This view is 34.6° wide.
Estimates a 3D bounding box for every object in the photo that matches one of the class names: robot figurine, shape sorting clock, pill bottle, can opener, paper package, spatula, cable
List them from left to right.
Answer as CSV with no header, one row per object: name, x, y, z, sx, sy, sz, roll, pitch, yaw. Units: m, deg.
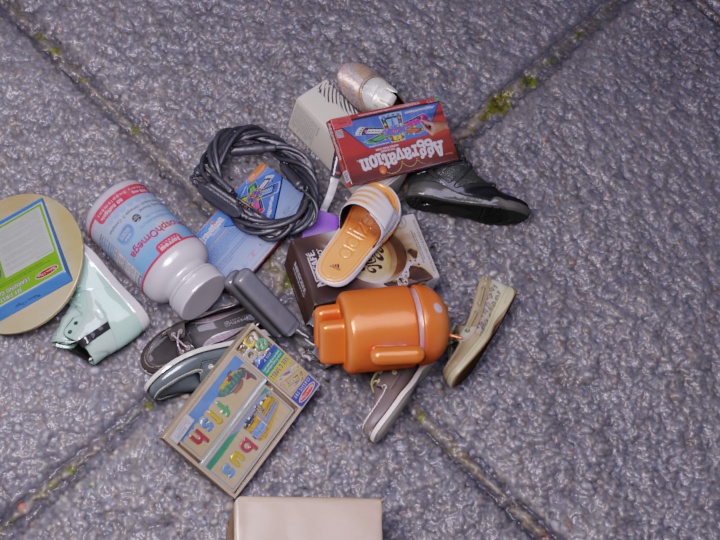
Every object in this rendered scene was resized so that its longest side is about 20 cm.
shape sorting clock,-0.469,-0.009,1.584,0.198,0.039,0.201,-6,68,15
pill bottle,-0.285,-0.026,1.618,0.200,0.109,0.109,42,62,18
cable,-0.144,-0.130,1.720,0.199,0.051,0.163,32,56,6
can opener,-0.103,0.061,1.616,0.200,0.053,0.067,48,59,-23
paper package,-0.071,0.391,1.478,0.198,0.104,0.192,4,63,-13
spatula,-0.043,-0.125,1.741,0.056,0.021,0.201,13,95,-23
robot figurine,0.036,0.078,1.590,0.198,0.144,0.118,-5,81,-10

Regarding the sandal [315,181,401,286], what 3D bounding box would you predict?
sandal,0.003,-0.063,1.654,0.079,0.059,0.207,23,53,9

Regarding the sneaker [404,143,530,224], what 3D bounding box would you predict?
sneaker,0.175,-0.139,1.818,0.198,0.076,0.115,12,68,-1

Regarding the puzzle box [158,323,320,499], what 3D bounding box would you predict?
puzzle box,-0.160,0.189,1.560,0.133,0.025,0.200,43,68,-16

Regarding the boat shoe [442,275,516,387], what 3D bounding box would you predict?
boat shoe,0.165,0.090,1.710,0.062,0.074,0.200,30,50,9

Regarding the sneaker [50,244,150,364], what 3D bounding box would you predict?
sneaker,-0.399,0.038,1.589,0.200,0.074,0.118,43,60,9

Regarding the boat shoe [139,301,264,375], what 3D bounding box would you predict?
boat shoe,-0.217,0.085,1.621,0.199,0.057,0.067,-23,71,-23

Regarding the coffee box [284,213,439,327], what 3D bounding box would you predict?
coffee box,0.000,0.000,1.702,0.199,0.080,0.114,-13,66,-20

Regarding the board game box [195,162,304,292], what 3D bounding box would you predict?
board game box,-0.167,-0.063,1.721,0.103,0.019,0.200,37,61,4

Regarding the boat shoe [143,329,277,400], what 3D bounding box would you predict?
boat shoe,-0.198,0.142,1.590,0.199,0.073,0.062,-20,66,-27

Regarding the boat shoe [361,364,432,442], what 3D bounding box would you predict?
boat shoe,0.051,0.157,1.645,0.059,0.072,0.200,31,57,10

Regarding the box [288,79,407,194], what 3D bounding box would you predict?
box,-0.019,-0.194,1.797,0.068,0.082,0.200,-38,79,-28

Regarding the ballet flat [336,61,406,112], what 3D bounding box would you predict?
ballet flat,0.047,-0.254,1.797,0.200,0.067,0.068,37,80,-31

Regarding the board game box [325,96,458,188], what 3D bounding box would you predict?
board game box,0.050,-0.194,1.736,0.199,0.019,0.104,-17,87,-30
